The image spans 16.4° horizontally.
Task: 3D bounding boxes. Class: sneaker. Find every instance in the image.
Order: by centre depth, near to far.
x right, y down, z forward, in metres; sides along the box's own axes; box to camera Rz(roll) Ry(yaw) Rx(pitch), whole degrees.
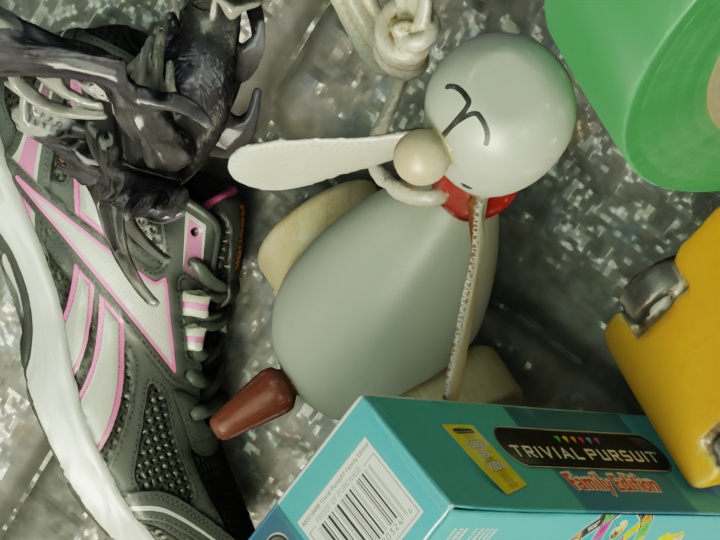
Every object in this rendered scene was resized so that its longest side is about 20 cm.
[{"bbox_3d":[-0.074,0.008,0.857,0.086,0.080,0.200,-21,100,11],"label":"sneaker"}]

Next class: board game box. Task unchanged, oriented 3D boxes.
[{"bbox_3d":[0.030,0.111,0.776,0.151,0.200,0.047,-52,58,21],"label":"board game box"}]

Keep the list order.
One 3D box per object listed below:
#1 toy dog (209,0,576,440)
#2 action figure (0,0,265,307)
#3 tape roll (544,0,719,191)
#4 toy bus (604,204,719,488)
[{"bbox_3d":[0.000,0.000,0.773,0.132,0.096,0.200,42,152,33],"label":"toy dog"},{"bbox_3d":[-0.071,-0.094,0.767,0.102,0.119,0.200,18,113,3],"label":"action figure"},{"bbox_3d":[0.148,-0.099,0.686,0.200,0.200,0.048,-38,67,22],"label":"tape roll"},{"bbox_3d":[0.156,-0.015,0.730,0.065,0.078,0.200,59,138,20],"label":"toy bus"}]
